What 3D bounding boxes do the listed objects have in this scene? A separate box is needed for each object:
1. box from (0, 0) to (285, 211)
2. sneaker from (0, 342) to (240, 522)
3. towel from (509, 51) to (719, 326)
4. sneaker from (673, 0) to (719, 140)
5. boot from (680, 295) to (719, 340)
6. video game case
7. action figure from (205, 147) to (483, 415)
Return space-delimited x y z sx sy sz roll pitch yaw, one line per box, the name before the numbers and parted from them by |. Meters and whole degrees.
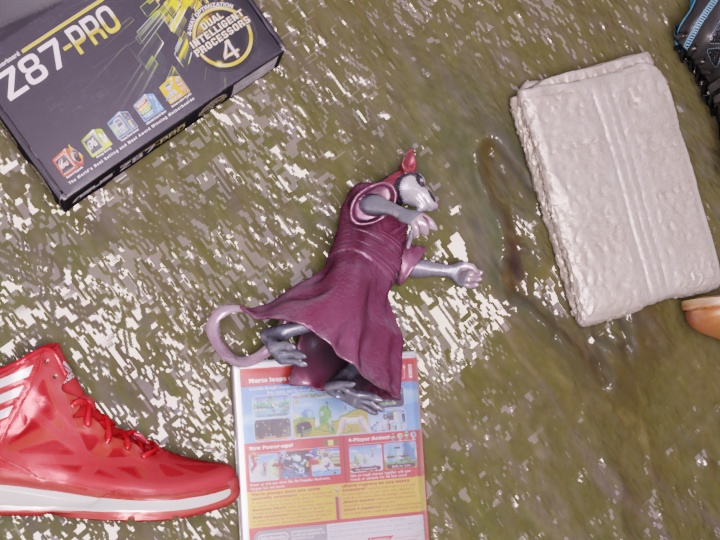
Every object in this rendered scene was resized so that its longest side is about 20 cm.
box | -0.178 -0.165 0.866 0.199 0.049 0.162 -36 90 -14
sneaker | -0.179 0.108 0.822 0.197 0.078 0.117 3 85 -15
towel | 0.202 -0.066 0.959 0.131 0.034 0.202 -15 89 -14
sneaker | 0.294 -0.168 0.983 0.081 0.073 0.203 0 78 2
boot | 0.338 0.104 0.956 0.198 0.074 0.157 13 85 -10
video game case | -0.020 0.164 0.885 0.141 0.017 0.203 -2 85 -14
action figure | 0.000 0.000 0.881 0.147 0.134 0.202 4 58 24
